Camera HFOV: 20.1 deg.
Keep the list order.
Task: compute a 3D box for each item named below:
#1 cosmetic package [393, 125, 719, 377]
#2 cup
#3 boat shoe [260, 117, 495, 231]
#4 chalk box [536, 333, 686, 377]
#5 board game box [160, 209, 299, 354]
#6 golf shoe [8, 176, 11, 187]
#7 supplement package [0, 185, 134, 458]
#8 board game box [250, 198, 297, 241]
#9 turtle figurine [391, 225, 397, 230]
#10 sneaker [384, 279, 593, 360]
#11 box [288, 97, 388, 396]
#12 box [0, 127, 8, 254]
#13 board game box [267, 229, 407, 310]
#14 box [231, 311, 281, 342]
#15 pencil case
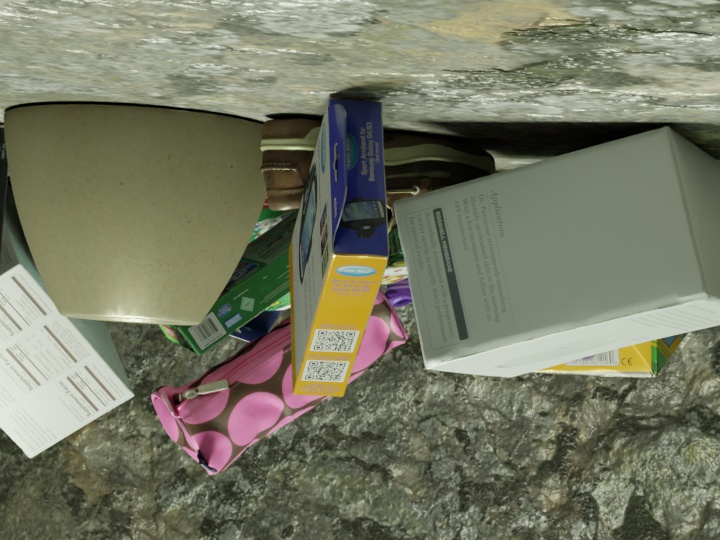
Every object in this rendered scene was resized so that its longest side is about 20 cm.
[{"bbox_3d":[0.156,-0.008,1.423,0.199,0.123,0.199,-14,171,19],"label":"cosmetic package"},{"bbox_3d":[-0.162,-0.035,1.469,0.199,0.144,0.200,4,177,0],"label":"cup"},{"bbox_3d":[0.011,-0.059,1.449,0.202,0.075,0.075,6,176,-36],"label":"boat shoe"},{"bbox_3d":[0.233,0.014,1.889,0.124,0.124,0.200,1,-167,18],"label":"chalk box"},{"bbox_3d":[-0.065,-0.008,1.596,0.200,0.029,0.135,-35,-169,-10],"label":"board game box"},{"bbox_3d":[-0.228,-0.053,1.806,0.199,0.078,0.094,2,176,7],"label":"golf shoe"},{"bbox_3d":[-0.303,0.030,1.731,0.111,0.156,0.200,-31,136,2],"label":"supplement package"},{"bbox_3d":[-0.069,-0.038,1.824,0.134,0.029,0.200,-25,168,17],"label":"board game box"},{"bbox_3d":[-0.011,-0.014,1.797,0.200,0.065,0.161,-28,166,-5],"label":"turtle figurine"},{"bbox_3d":[0.114,0.036,1.727,0.199,0.084,0.081,22,-176,19],"label":"sneaker"},{"bbox_3d":[-0.014,-0.018,1.312,0.041,0.119,0.200,5,147,-11],"label":"box"},{"bbox_3d":[-0.350,-0.013,1.532,0.132,0.201,0.115,6,177,-38],"label":"box"},{"bbox_3d":[0.000,0.000,1.668,0.105,0.024,0.200,0,166,-42],"label":"board game box"},{"bbox_3d":[-0.148,-0.004,1.905,0.121,0.032,0.200,21,-158,-34],"label":"box"},{"bbox_3d":[-0.061,0.072,1.562,0.091,0.200,0.094,44,164,39],"label":"pencil case"}]
